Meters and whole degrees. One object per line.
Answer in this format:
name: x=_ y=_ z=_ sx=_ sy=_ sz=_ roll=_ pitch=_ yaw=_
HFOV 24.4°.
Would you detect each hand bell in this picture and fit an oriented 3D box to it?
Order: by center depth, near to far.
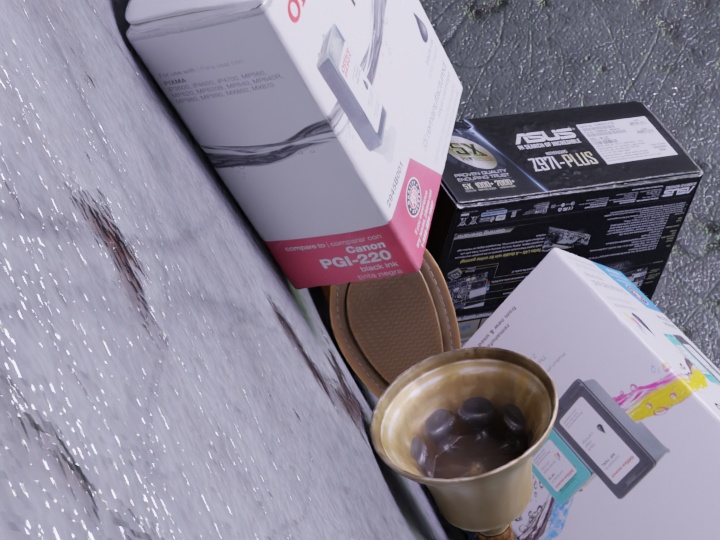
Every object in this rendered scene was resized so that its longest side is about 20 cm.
hand bell: x=0.077 y=0.153 z=0.954 sx=0.104 sy=0.103 sz=0.201 roll=-113 pitch=-174 yaw=-54

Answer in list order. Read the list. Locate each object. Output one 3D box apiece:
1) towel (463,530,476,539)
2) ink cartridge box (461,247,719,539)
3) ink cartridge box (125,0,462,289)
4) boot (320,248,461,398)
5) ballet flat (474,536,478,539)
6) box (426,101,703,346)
towel: x=0.106 y=0.158 z=1.196 sx=0.201 sy=0.024 sz=0.147 roll=61 pitch=28 yaw=-21
ink cartridge box: x=0.163 y=0.112 z=1.046 sx=0.200 sy=0.146 sz=0.147 roll=47 pitch=14 yaw=22
ink cartridge box: x=-0.027 y=-0.110 z=0.877 sx=0.200 sy=0.084 sz=0.146 roll=56 pitch=37 yaw=-42
boot: x=0.000 y=0.000 z=1.056 sx=0.201 sy=0.076 sz=0.155 roll=55 pitch=-1 yaw=5
ballet flat: x=0.133 y=0.228 z=1.038 sx=0.065 sy=0.071 sz=0.201 roll=16 pitch=32 yaw=-30
box: x=0.114 y=-0.021 z=1.160 sx=0.086 sy=0.199 sz=0.165 roll=57 pitch=-34 yaw=40
